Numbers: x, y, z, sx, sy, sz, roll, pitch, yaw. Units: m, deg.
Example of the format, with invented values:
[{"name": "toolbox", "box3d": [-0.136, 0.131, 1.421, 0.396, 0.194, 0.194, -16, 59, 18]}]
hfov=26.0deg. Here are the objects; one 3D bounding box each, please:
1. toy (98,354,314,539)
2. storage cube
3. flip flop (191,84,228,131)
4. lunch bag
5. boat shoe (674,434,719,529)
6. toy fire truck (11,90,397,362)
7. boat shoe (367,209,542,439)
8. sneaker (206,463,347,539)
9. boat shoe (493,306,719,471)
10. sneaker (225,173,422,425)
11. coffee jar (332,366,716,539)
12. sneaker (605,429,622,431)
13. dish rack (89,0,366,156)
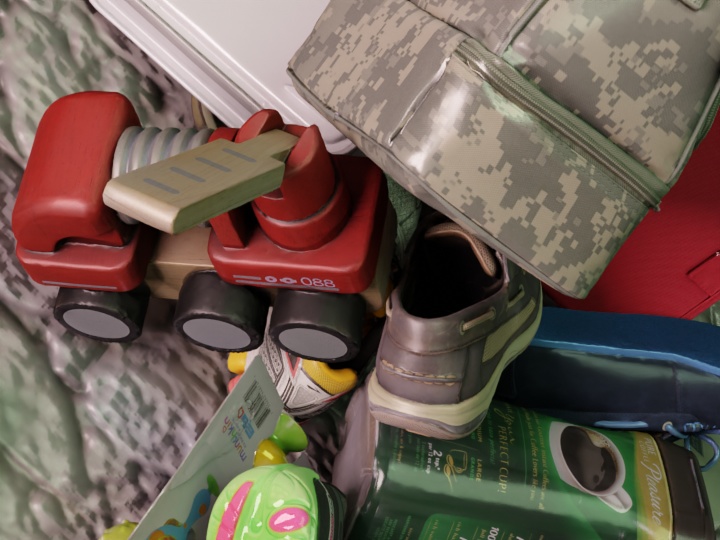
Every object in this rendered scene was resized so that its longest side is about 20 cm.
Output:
[{"name": "toy", "box3d": [-0.096, 0.147, 0.755, 0.200, 0.047, 0.116, -52, 139, -30]}, {"name": "storage cube", "box3d": [0.162, -0.090, 0.939, 0.179, 0.200, 0.172, 40, 33, -17]}, {"name": "flip flop", "box3d": [-0.025, -0.118, 0.908, 0.200, 0.057, 0.081, -41, 101, -40]}, {"name": "lunch bag", "box3d": [0.079, -0.106, 0.733, 0.139, 0.200, 0.169, 30, 99, -27]}, {"name": "boat shoe", "box3d": [0.187, 0.110, 0.986, 0.070, 0.071, 0.201, 44, 27, -11]}, {"name": "toy fire truck", "box3d": [-0.085, -0.032, 0.709, 0.200, 0.174, 0.130, 70, 28, -61]}, {"name": "boat shoe", "box3d": [0.057, 0.008, 0.805, 0.074, 0.074, 0.200, 11, 30, 9]}, {"name": "sneaker", "box3d": [-0.042, 0.192, 0.744, 0.084, 0.076, 0.202, 3, 104, -59]}, {"name": "boat shoe", "box3d": [0.165, 0.066, 0.891, 0.198, 0.069, 0.084, 11, 21, -6]}, {"name": "sneaker", "box3d": [0.000, 0.000, 0.871, 0.078, 0.082, 0.201, 36, 55, -23]}, {"name": "coffee jar", "box3d": [0.087, 0.122, 0.814, 0.198, 0.086, 0.105, 15, 35, -10]}, {"name": "sneaker", "box3d": [0.102, 0.071, 0.931, 0.199, 0.079, 0.096, -25, 89, -41]}, {"name": "dish rack", "box3d": [-0.036, -0.160, 0.862, 0.200, 0.044, 0.172, 41, 68, 6]}]
